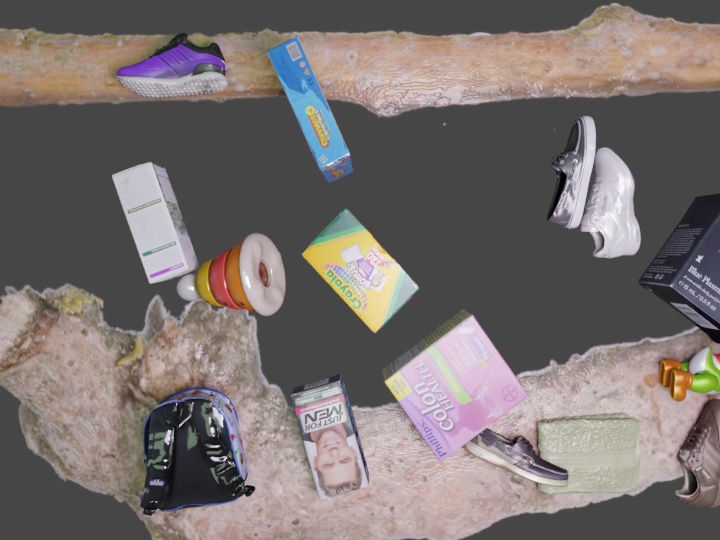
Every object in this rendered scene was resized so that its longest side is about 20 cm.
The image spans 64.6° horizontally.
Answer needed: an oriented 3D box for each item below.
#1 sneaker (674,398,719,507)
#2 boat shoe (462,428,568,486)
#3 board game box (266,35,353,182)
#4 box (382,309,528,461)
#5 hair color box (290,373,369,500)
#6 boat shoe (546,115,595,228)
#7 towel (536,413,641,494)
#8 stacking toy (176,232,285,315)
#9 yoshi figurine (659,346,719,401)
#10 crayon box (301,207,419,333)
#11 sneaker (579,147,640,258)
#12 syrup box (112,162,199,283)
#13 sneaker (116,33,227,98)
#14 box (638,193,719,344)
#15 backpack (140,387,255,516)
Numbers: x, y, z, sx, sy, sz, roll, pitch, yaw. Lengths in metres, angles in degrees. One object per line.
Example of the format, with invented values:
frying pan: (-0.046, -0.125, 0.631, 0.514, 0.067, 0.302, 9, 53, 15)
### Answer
sneaker: (0.635, 0.339, 1.057, 0.074, 0.070, 0.205, 4, 92, 1)
boat shoe: (0.287, 0.335, 1.047, 0.196, 0.072, 0.066, 17, 88, 18)
board game box: (-0.078, -0.262, 0.973, 0.055, 0.196, 0.203, -24, 91, 1)
box: (0.168, 0.205, 1.040, 0.198, 0.097, 0.177, -36, 92, 2)
hair color box: (-0.055, 0.309, 1.062, 0.098, 0.061, 0.204, -16, 93, 1)
boat shoe: (0.379, -0.181, 1.043, 0.065, 0.070, 0.205, 7, 100, -2)
towel: (0.431, 0.348, 1.075, 0.195, 0.036, 0.152, -1, 91, 0)
stacking toy: (-0.247, 0.021, 1.038, 0.196, 0.146, 0.150, -11, 92, 20)
yoshi figurine: (0.656, 0.209, 1.028, 0.195, 0.112, 0.115, -4, 63, 10)
crayon box: (0.000, 0.000, 1.051, 0.119, 0.058, 0.200, -44, 92, 1)
sneaker: (0.447, -0.120, 1.037, 0.097, 0.075, 0.205, -12, 92, -1)
syrup box: (-0.370, -0.085, 1.038, 0.080, 0.079, 0.204, -18, 92, 0)
sneaker: (-0.342, -0.378, 1.038, 0.195, 0.070, 0.102, -3, 86, -4)
box: (0.655, 0.000, 1.022, 0.195, 0.117, 0.202, 35, 91, -1)
backpack: (-0.293, 0.310, 1.018, 0.195, 0.154, 0.195, -8, 100, -6)
